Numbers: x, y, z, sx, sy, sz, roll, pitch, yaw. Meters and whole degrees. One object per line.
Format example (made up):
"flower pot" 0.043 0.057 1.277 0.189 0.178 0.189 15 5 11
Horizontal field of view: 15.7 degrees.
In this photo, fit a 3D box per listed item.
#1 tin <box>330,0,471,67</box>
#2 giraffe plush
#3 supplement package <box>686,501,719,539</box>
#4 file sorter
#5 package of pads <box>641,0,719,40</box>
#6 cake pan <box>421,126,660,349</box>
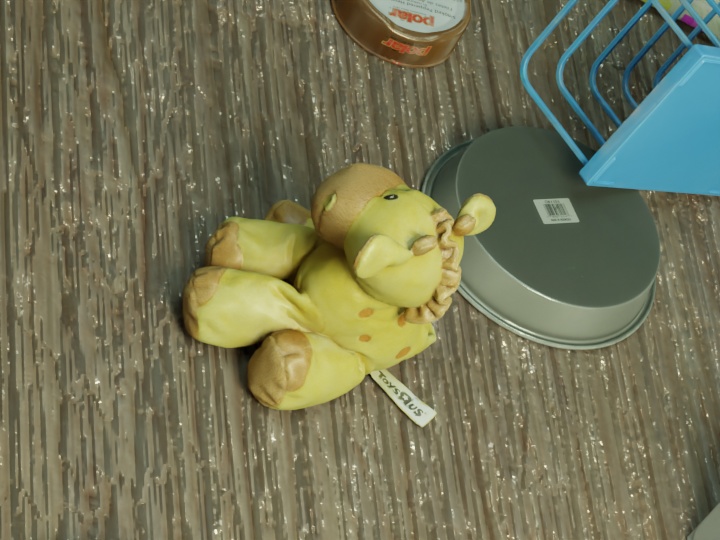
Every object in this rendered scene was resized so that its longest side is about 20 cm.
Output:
"tin" 0.032 -0.248 2.090 0.112 0.042 0.200 12 49 -16
"giraffe plush" 0.000 0.000 1.775 0.200 0.162 0.173 30 45 -3
"supplement package" 0.309 0.235 1.761 0.111 0.156 0.200 17 47 -17
"file sorter" 0.244 -0.152 2.024 0.200 0.139 0.123 2 47 -50
"package of pads" 0.257 -0.300 2.237 0.200 0.068 0.155 27 46 -8
"cake pan" 0.142 -0.032 1.972 0.200 0.037 0.200 15 48 -18
